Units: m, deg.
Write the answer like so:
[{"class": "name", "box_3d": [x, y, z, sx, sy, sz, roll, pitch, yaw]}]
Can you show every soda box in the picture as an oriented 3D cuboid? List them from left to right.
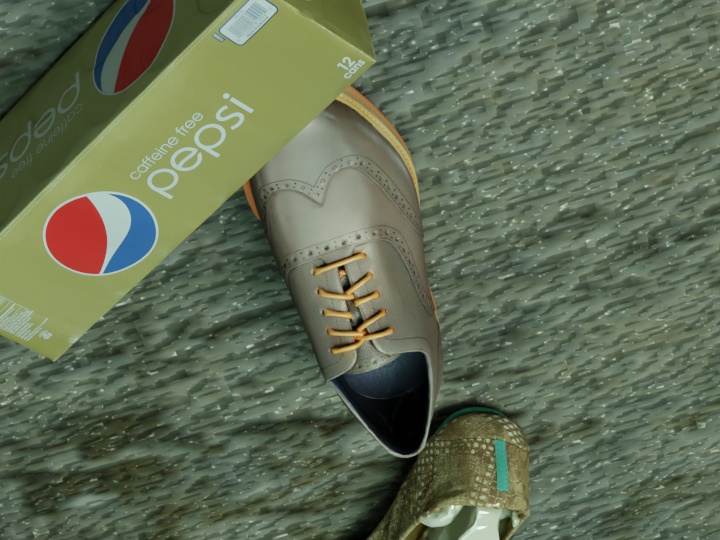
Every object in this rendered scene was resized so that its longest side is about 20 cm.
[{"class": "soda box", "box_3d": [-0.087, -0.055, 0.850, 0.064, 0.068, 0.200, 30, 122, -34]}]

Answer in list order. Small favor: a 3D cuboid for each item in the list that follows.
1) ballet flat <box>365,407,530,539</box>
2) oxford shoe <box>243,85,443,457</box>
[{"class": "ballet flat", "box_3d": [0.032, 0.154, 1.082, 0.070, 0.065, 0.200, 6, 133, -16]}, {"class": "oxford shoe", "box_3d": [0.000, 0.000, 0.917, 0.071, 0.073, 0.200, -19, 135, 6]}]
